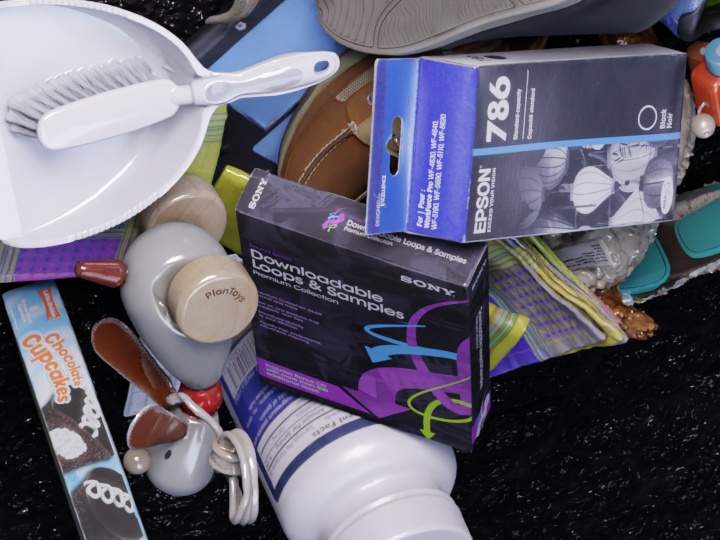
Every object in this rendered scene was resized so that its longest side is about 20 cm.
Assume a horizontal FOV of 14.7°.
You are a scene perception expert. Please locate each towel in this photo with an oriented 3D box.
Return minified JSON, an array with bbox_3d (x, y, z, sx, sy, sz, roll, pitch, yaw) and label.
[{"bbox_3d":[0.060,0.009,1.673,0.144,0.023,0.200,44,153,-17],"label":"towel"},{"bbox_3d":[0.000,0.000,1.633,0.199,0.018,0.086,28,151,-6],"label":"towel"},{"bbox_3d":[-0.181,-0.048,1.577,0.199,0.023,0.144,-2,138,-21],"label":"towel"}]

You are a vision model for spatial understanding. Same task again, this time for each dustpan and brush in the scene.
[{"bbox_3d":[-0.111,-0.094,1.509,0.199,0.057,0.140,-17,114,-18],"label":"dustpan and brush"}]

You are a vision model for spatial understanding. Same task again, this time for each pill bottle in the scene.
[{"bbox_3d":[-0.008,0.111,1.757,0.119,0.201,0.120,-18,145,-13],"label":"pill bottle"}]

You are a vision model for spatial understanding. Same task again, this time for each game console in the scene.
[{"bbox_3d":[-0.022,-0.112,1.613,0.200,0.031,0.177,-40,143,17],"label":"game console"}]

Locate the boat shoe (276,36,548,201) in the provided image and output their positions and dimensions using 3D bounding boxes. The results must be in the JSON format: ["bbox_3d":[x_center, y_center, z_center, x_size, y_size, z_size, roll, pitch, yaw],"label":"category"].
[{"bbox_3d":[0.030,-0.097,1.581,0.075,0.074,0.200,18,124,-42],"label":"boat shoe"}]

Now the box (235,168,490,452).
[{"bbox_3d":[0.004,0.026,1.619,0.142,0.036,0.200,18,150,14],"label":"box"}]

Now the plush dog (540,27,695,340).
[{"bbox_3d":[0.146,-0.059,1.698,0.172,0.160,0.200,-53,165,-26],"label":"plush dog"}]

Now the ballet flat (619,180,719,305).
[{"bbox_3d":[0.195,-0.010,1.853,0.199,0.076,0.064,-12,158,-16],"label":"ballet flat"}]

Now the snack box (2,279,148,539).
[{"bbox_3d":[-0.161,0.116,1.660,0.037,0.201,0.116,-18,145,-8],"label":"snack box"}]

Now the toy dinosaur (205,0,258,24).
[{"bbox_3d":[-0.026,-0.210,1.467,0.102,0.077,0.200,34,128,-30],"label":"toy dinosaur"}]

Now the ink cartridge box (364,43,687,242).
[{"bbox_3d":[0.093,-0.070,1.531,0.199,0.039,0.100,-7,107,-35],"label":"ink cartridge box"}]

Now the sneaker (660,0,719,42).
[{"bbox_3d":[0.257,-0.179,1.660,0.199,0.089,0.079,-20,145,-14],"label":"sneaker"}]

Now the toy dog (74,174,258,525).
[{"bbox_3d":[-0.119,0.048,1.593,0.096,0.132,0.201,-5,108,-18],"label":"toy dog"}]

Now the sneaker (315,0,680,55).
[{"bbox_3d":[0.076,-0.147,1.503,0.199,0.075,0.106,-3,172,40],"label":"sneaker"}]

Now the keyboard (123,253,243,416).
[{"bbox_3d":[-0.112,0.043,1.730,0.056,0.011,0.200,-16,157,-18],"label":"keyboard"}]

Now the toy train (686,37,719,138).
[{"bbox_3d":[0.254,-0.110,1.749,0.150,0.056,0.200,-47,146,-13],"label":"toy train"}]
